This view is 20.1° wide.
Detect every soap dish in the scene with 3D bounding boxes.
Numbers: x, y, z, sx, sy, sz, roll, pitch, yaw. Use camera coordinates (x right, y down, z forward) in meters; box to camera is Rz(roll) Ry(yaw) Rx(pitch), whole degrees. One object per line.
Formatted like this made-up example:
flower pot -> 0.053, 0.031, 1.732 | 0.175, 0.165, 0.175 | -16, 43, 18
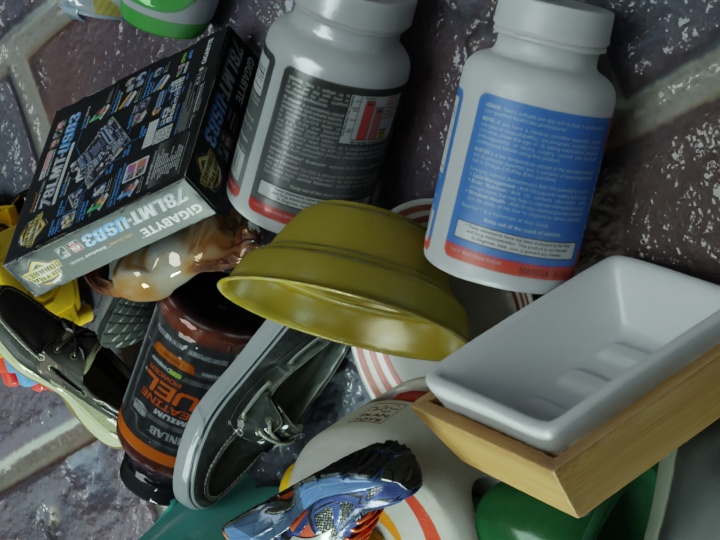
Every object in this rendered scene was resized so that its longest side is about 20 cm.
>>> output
soap dish -> 0.158, 0.076, 1.363 | 0.157, 0.200, 0.081 | 21, 136, 53

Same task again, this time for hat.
hat -> 0.095, 0.166, 1.414 | 0.176, 0.200, 0.166 | 23, 101, 22

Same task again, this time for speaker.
speaker -> -0.143, -0.298, 1.688 | 0.088, 0.088, 0.200 | 35, 120, 36

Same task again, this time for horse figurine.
horse figurine -> -0.156, -0.025, 1.675 | 0.200, 0.050, 0.133 | -22, 46, 21

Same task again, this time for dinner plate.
dinner plate -> 0.066, 0.042, 1.576 | 0.200, 0.024, 0.200 | 9, 103, 45

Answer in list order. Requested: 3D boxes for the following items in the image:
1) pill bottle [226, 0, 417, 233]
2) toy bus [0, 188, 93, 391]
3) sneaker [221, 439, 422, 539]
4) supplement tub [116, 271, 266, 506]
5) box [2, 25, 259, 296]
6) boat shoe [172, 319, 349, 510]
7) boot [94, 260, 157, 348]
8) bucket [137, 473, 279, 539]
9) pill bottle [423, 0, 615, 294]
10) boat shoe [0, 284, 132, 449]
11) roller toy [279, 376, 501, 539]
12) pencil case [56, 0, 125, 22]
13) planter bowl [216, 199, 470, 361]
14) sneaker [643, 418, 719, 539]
pill bottle -> -0.027, -0.133, 1.575 | 0.116, 0.116, 0.200 | 36, 121, 35
toy bus -> -0.349, 0.029, 1.934 | 0.200, 0.136, 0.192 | 2, 114, 47
sneaker -> -0.016, 0.178, 1.437 | 0.200, 0.075, 0.078 | -34, 84, 50
supplement tub -> -0.146, 0.105, 1.743 | 0.107, 0.107, 0.200 | 41, 124, 33
box -> -0.189, -0.092, 1.676 | 0.198, 0.050, 0.200 | -24, 35, 29
boat shoe -> -0.079, 0.113, 1.651 | 0.071, 0.072, 0.200 | 27, 83, 34
boot -> -0.208, -0.042, 1.816 | 0.132, 0.070, 0.200 | 40, 111, 35
bucket -> -0.115, 0.286, 1.689 | 0.207, 0.135, 0.207 | 16, 119, 32
pill bottle -> 0.118, -0.093, 1.434 | 0.112, 0.112, 0.200 | 24, 108, 40
boat shoe -> -0.256, 0.078, 1.826 | 0.065, 0.073, 0.200 | -28, 119, 37
roller toy -> 0.042, 0.181, 1.519 | 0.200, 0.140, 0.182 | 45, 132, 17
pencil case -> -0.213, -0.315, 1.750 | 0.083, 0.091, 0.200 | 16, 111, 22
planter bowl -> 0.000, 0.000, 1.516 | 0.200, 0.200, 0.083 | 4, 73, 45
sneaker -> 0.253, 0.192, 1.375 | 0.106, 0.075, 0.200 | 13, 105, 45
